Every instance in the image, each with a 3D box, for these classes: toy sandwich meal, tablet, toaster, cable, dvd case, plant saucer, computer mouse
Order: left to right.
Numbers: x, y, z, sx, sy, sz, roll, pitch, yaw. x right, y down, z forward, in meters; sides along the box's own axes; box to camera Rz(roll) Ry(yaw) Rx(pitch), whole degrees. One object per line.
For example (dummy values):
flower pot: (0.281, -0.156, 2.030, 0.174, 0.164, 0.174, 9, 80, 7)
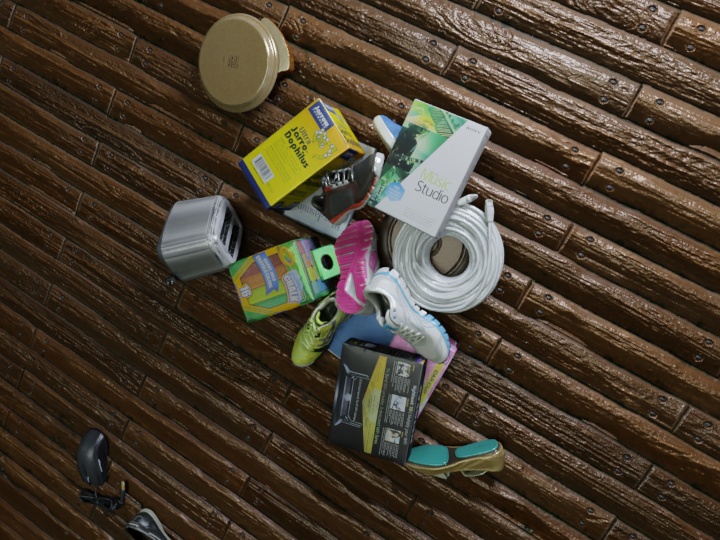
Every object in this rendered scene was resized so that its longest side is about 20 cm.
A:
computer mouse: (-0.638, 0.498, 1.316, 0.139, 0.046, 0.202, 11, 99, 17)
toaster: (-0.321, -0.064, 1.090, 0.128, 0.201, 0.114, -12, 134, 13)
toy sandwich meal: (-0.232, -0.417, 1.082, 0.203, 0.070, 0.207, 4, 101, 20)
dvd case: (-0.064, -0.176, 1.080, 0.142, 0.018, 0.201, 24, 103, 12)
tablet: (0.016, 0.104, 1.085, 0.130, 0.014, 0.201, 32, 103, 18)
plant saucer: (0.128, -0.056, 1.029, 0.198, 0.032, 0.202, 2, 98, 17)
cable: (0.157, -0.026, 0.972, 0.198, 0.069, 0.202, -10, 94, 19)

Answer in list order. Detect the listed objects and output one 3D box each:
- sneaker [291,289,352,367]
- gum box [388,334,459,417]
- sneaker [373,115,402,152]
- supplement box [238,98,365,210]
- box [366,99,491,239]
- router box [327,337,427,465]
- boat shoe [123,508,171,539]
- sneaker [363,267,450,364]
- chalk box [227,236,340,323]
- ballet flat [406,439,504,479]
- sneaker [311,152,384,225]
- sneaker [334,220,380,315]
sneaker: (-0.087, 0.112, 1.081, 0.075, 0.076, 0.201, 41, 108, 22)
gum box: (0.098, 0.194, 1.046, 0.113, 0.066, 0.201, 30, 104, 13)
sneaker: (0.117, -0.233, 0.991, 0.111, 0.077, 0.200, -39, 72, 6)
supplement box: (-0.110, -0.213, 1.022, 0.199, 0.109, 0.110, -34, 86, 17)
box: (0.115, -0.175, 0.926, 0.144, 0.036, 0.201, 28, 98, 22)
router box: (0.031, 0.243, 1.010, 0.156, 0.052, 0.202, 12, 100, 17)
boat shoe: (-0.483, 0.668, 1.279, 0.072, 0.068, 0.200, -41, 85, 15)
sneaker: (0.074, 0.094, 0.951, 0.200, 0.087, 0.075, 49, 131, 4)
chalk box: (-0.134, 0.009, 1.067, 0.199, 0.124, 0.125, -20, 90, 18)
ballet flat: (0.181, 0.375, 1.045, 0.198, 0.069, 0.064, -12, 107, 19)
sneaker: (-0.031, -0.151, 0.975, 0.081, 0.078, 0.200, 27, 142, -18)
sneaker: (0.000, 0.000, 1.039, 0.081, 0.088, 0.202, -6, 64, 24)
